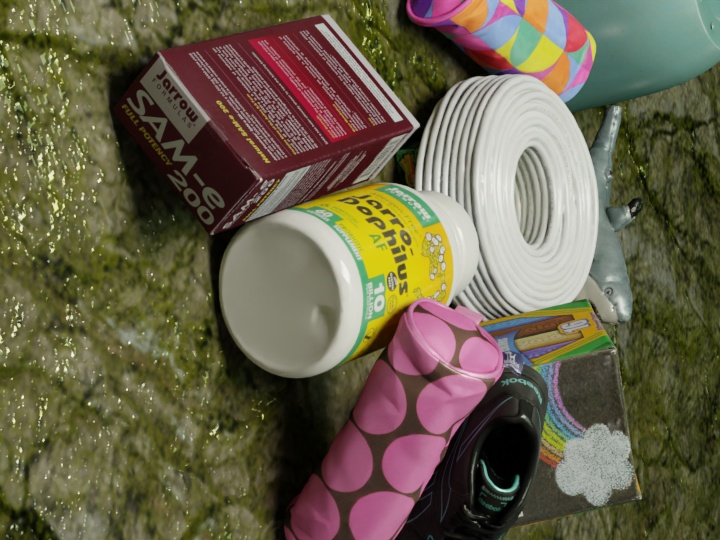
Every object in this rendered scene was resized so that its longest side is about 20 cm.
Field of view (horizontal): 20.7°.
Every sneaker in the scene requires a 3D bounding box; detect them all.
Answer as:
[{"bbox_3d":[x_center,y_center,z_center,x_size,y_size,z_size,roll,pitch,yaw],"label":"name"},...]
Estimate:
[{"bbox_3d":[0.074,0.162,1.377,0.079,0.075,0.201,-99,-152,-71],"label":"sneaker"}]

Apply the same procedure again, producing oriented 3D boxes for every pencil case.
[{"bbox_3d":[0.024,0.116,1.347,0.090,0.201,0.094,30,24,-6],"label":"pencil case"},{"bbox_3d":[0.112,-0.198,1.591,0.200,0.088,0.089,32,61,-52],"label":"pencil case"}]

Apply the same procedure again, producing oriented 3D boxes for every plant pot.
[{"bbox_3d":[0.243,-0.247,1.728,0.200,0.160,0.202,9,79,-56],"label":"plant pot"}]

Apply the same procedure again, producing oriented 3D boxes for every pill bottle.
[{"bbox_3d":[0.000,0.000,1.372,0.200,0.112,0.114,-18,102,-56],"label":"pill bottle"}]

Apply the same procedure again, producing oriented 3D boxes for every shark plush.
[{"bbox_3d":[0.214,-0.044,1.734,0.091,0.083,0.201,50,48,-42],"label":"shark plush"}]

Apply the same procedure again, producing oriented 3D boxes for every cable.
[{"bbox_3d":[0.117,-0.054,1.559,0.200,0.069,0.201,-54,130,-45],"label":"cable"}]

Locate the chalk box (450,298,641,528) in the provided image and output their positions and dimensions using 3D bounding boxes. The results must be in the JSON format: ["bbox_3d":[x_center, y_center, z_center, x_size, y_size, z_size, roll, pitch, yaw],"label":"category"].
[{"bbox_3d":[0.094,0.115,1.469,0.124,0.198,0.126,-98,176,-74],"label":"chalk box"}]

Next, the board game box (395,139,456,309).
[{"bbox_3d":[0.078,-0.010,1.578,0.105,0.023,0.202,-30,112,-57],"label":"board game box"}]

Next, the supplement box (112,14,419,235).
[{"bbox_3d":[-0.058,-0.100,1.296,0.109,0.061,0.200,51,32,11],"label":"supplement box"}]
